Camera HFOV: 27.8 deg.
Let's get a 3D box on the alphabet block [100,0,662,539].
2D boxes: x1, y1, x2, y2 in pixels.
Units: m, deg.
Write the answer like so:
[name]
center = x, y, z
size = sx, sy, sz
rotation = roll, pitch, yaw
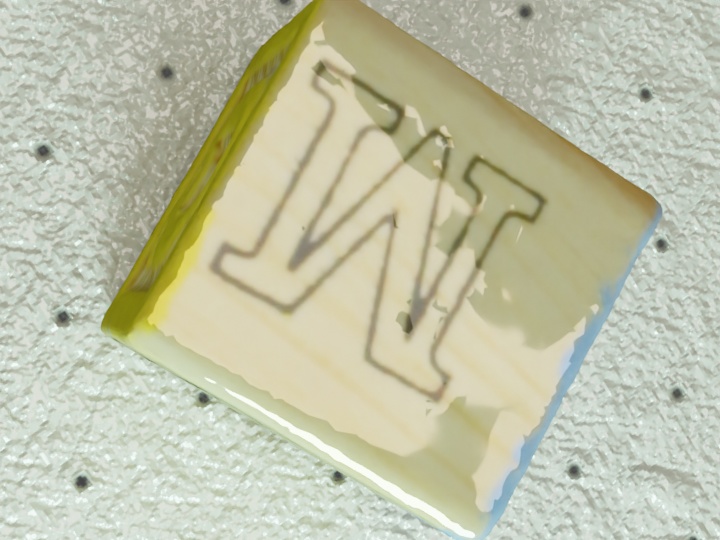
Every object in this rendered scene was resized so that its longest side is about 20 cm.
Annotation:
[alphabet block]
center = 0.000, 0.000, 0.764
size = 0.199, 0.195, 0.197
rotation = 32, 81, -13
